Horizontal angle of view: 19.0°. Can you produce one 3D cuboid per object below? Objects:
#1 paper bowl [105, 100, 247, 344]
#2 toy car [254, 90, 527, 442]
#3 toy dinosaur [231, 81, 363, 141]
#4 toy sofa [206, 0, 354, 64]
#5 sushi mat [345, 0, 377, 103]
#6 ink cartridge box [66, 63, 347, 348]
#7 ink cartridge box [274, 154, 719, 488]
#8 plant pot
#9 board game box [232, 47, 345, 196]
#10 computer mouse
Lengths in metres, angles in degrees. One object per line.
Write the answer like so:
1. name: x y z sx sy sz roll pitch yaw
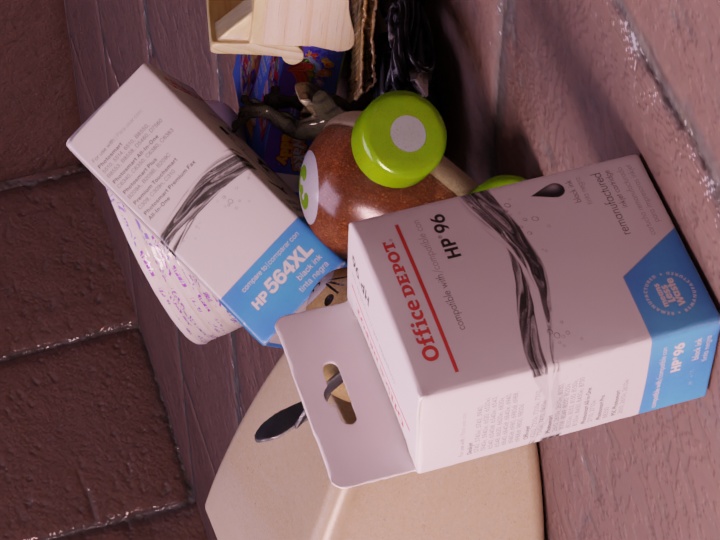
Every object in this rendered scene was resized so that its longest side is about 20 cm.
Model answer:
1. paper bowl: -0.123 -0.052 1.691 0.201 0.104 0.202 -24 -90 -86
2. toy car: -0.002 0.018 1.317 0.157 0.201 0.164 37 161 -5
3. toy dinosaur: -0.037 -0.110 1.517 0.200 0.087 0.048 23 -103 -69
4. toy sofa: -0.046 -0.241 1.407 0.083 0.097 0.201 -101 15 -50
5. sushi mat: 0.001 -0.167 1.508 0.200 0.012 0.097 -146 57 -86
6. ink cartridge box: -0.096 -0.042 1.511 0.200 0.084 0.146 46 -176 8
7. ink cartridge box: 0.065 0.025 1.080 0.068 0.198 0.117 91 161 -52
8. plant pot: 0.021 0.148 1.495 0.200 0.198 0.178 -118 35 -52
9. board game box: -0.057 -0.164 1.667 0.200 0.044 0.135 -105 25 -58
10. computer mouse: 0.035 -0.104 1.446 0.139 0.052 0.201 -92 6 -47
